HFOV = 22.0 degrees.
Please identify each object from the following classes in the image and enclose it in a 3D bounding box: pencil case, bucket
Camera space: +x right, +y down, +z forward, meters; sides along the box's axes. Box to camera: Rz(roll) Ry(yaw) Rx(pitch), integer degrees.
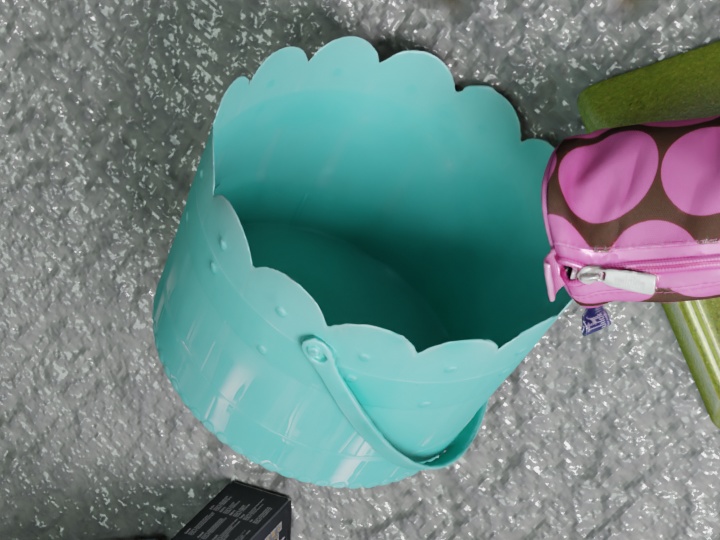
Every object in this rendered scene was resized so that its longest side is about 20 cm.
[{"bbox_3d":[0.180,-0.026,0.813,0.200,0.094,0.091,-8,109,31],"label":"pencil case"},{"bbox_3d":[0.000,0.000,0.922,0.207,0.207,0.135,37,134,8],"label":"bucket"}]

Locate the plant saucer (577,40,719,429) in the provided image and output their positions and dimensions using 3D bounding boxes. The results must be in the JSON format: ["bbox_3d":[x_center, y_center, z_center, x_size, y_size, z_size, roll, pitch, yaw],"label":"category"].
[{"bbox_3d":[0.217,-0.018,0.883,0.200,0.048,0.200,-17,104,34],"label":"plant saucer"}]

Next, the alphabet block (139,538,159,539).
[{"bbox_3d":[-0.214,0.306,1.187,0.200,0.195,0.197,-12,105,31],"label":"alphabet block"}]

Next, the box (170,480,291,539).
[{"bbox_3d":[-0.105,0.242,1.089,0.043,0.200,0.160,14,119,22],"label":"box"}]
